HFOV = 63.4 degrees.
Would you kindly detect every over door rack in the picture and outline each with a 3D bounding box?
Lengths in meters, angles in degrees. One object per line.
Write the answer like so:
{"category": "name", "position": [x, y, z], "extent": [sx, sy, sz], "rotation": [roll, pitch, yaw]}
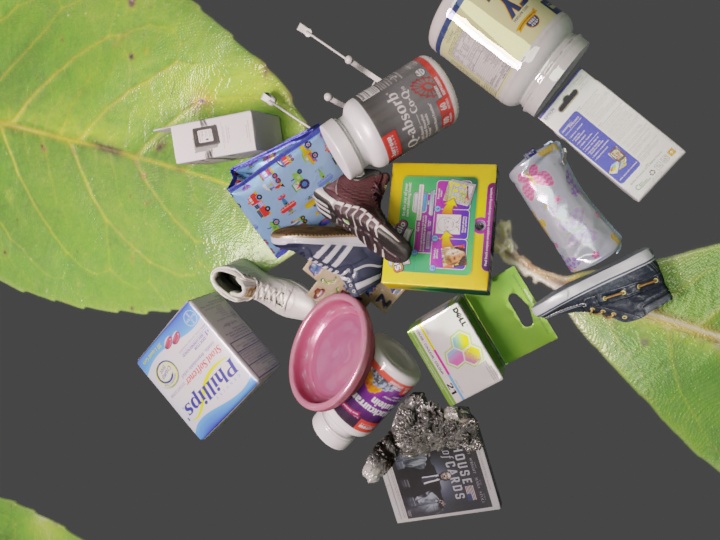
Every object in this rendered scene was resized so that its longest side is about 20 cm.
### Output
{"category": "over door rack", "position": [-0.068, -0.306, 0.992], "extent": [0.199, 0.067, 0.149], "rotation": [36, 106, 9]}

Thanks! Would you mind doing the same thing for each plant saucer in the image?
{"category": "plant saucer", "position": [-0.044, 0.141, 0.993], "extent": [0.199, 0.051, 0.203], "rotation": [-28, 49, 38]}

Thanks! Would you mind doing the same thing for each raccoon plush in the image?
{"category": "raccoon plush", "position": [0.114, 0.299, 0.971], "extent": [0.133, 0.097, 0.201], "rotation": [20, 65, 39]}

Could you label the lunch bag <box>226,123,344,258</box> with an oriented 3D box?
{"category": "lunch bag", "position": [-0.100, -0.143, 0.987], "extent": [0.198, 0.095, 0.151], "rotation": [-27, 122, 9]}

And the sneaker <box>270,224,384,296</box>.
{"category": "sneaker", "position": [-0.052, -0.016, 0.976], "extent": [0.197, 0.070, 0.110], "rotation": [1, 109, -11]}

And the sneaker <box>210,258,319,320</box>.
{"category": "sneaker", "position": [-0.176, 0.044, 1.054], "extent": [0.198, 0.115, 0.075], "rotation": [23, 103, 11]}

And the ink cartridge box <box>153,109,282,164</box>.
{"category": "ink cartridge box", "position": [-0.250, -0.230, 1.035], "extent": [0.197, 0.116, 0.068], "rotation": [-5, 98, 19]}

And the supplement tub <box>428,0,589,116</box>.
{"category": "supplement tub", "position": [0.216, -0.338, 0.856], "extent": [0.199, 0.145, 0.146], "rotation": [40, 107, 8]}

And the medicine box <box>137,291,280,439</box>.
{"category": "medicine box", "position": [-0.289, 0.179, 1.116], "extent": [0.200, 0.103, 0.182], "rotation": [47, 108, 7]}

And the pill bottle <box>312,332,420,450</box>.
{"category": "pill bottle", "position": [0.005, 0.218, 1.024], "extent": [0.111, 0.111, 0.201], "rotation": [42, 108, 7]}

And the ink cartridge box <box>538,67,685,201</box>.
{"category": "ink cartridge box", "position": [0.377, -0.205, 0.883], "extent": [0.200, 0.037, 0.095], "rotation": [42, 109, 5]}

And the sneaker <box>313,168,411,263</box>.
{"category": "sneaker", "position": [0.027, -0.104, 0.919], "extent": [0.199, 0.076, 0.115], "rotation": [37, 68, 26]}

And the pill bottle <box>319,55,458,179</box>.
{"category": "pill bottle", "position": [0.044, -0.234, 0.910], "extent": [0.199, 0.116, 0.117], "rotation": [-33, 88, -3]}

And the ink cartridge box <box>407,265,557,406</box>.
{"category": "ink cartridge box", "position": [0.201, 0.106, 0.964], "extent": [0.199, 0.076, 0.149], "rotation": [-33, 88, 20]}

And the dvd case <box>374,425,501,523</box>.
{"category": "dvd case", "position": [0.138, 0.370, 1.052], "extent": [0.198, 0.025, 0.152], "rotation": [-16, 93, 20]}

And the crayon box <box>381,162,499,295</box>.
{"category": "crayon box", "position": [0.130, -0.068, 0.944], "extent": [0.170, 0.058, 0.203], "rotation": [4, 82, 18]}

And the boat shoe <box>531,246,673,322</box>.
{"category": "boat shoe", "position": [0.373, 0.049, 0.903], "extent": [0.199, 0.071, 0.092], "rotation": [-28, 85, 17]}

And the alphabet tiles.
{"category": "alphabet tiles", "position": [0.000, 0.000, 1.030], "extent": [0.167, 0.008, 0.201], "rotation": [38, 108, -4]}

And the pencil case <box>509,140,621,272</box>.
{"category": "pencil case", "position": [0.313, -0.098, 0.895], "extent": [0.090, 0.083, 0.201], "rotation": [-32, 88, 11]}
